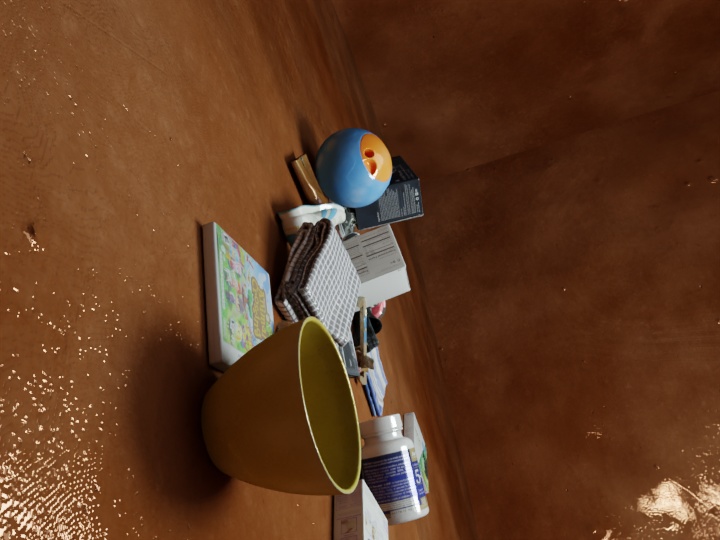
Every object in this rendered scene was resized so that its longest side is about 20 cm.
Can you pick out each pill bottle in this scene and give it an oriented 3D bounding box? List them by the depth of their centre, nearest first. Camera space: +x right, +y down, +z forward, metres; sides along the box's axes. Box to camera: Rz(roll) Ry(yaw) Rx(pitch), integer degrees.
[{"bbox_3d":[0.059,0.400,1.254,0.120,0.119,0.201,39,36,-72],"label":"pill bottle"}]

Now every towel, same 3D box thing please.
[{"bbox_3d":[-0.069,0.028,1.121,0.201,0.085,0.166,-75,150,-43],"label":"towel"},{"bbox_3d":[0.035,0.265,1.567,0.200,0.024,0.148,-62,137,-75],"label":"towel"}]

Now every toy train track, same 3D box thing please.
[{"bbox_3d":[-0.005,0.161,1.417,0.115,0.032,0.201,-165,-106,-68],"label":"toy train track"}]

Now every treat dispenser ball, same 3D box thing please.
[{"bbox_3d":[-0.018,-0.263,1.593,0.201,0.200,0.202,-16,90,-79],"label":"treat dispenser ball"}]

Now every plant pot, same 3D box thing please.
[{"bbox_3d":[-0.097,0.168,0.720,0.200,0.141,0.201,-16,90,-79],"label":"plant pot"}]

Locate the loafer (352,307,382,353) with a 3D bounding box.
[{"bbox_3d":[0.022,0.142,1.564,0.201,0.070,0.068,-85,156,-64],"label":"loafer"}]

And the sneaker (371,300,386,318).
[{"bbox_3d":[0.009,0.044,1.701,0.087,0.073,0.201,34,36,-53],"label":"sneaker"}]

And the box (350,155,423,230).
[{"bbox_3d":[0.057,-0.228,1.804,0.200,0.195,0.125,-115,-169,-58],"label":"box"}]

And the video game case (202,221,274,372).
[{"bbox_3d":[-0.163,0.059,0.865,0.182,0.022,0.201,55,22,-61],"label":"video game case"}]

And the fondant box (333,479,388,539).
[{"bbox_3d":[0.004,0.476,1.028,0.201,0.058,0.145,-93,164,-52],"label":"fondant box"}]

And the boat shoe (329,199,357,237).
[{"bbox_3d":[-0.041,-0.144,1.691,0.069,0.056,0.201,14,61,-78],"label":"boat shoe"}]

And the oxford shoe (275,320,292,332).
[{"bbox_3d":[-0.089,0.151,1.003,0.071,0.071,0.201,49,-19,42],"label":"oxford shoe"}]

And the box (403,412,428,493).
[{"bbox_3d":[0.163,0.533,1.821,0.200,0.036,0.145,-77,150,-67],"label":"box"}]

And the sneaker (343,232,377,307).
[{"bbox_3d":[0.000,0.000,1.617,0.081,0.075,0.201,-17,-84,62],"label":"sneaker"}]

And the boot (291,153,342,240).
[{"bbox_3d":[-0.099,-0.157,1.387,0.188,0.068,0.201,-75,146,-66],"label":"boot"}]

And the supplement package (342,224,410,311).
[{"bbox_3d":[0.023,0.000,1.457,0.200,0.155,0.111,67,2,-71],"label":"supplement package"}]

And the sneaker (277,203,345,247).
[{"bbox_3d":[-0.093,-0.090,1.255,0.200,0.076,0.081,-17,94,-59],"label":"sneaker"}]

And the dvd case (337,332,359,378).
[{"bbox_3d":[-0.049,0.130,1.344,0.150,0.025,0.201,41,34,-71],"label":"dvd case"}]
